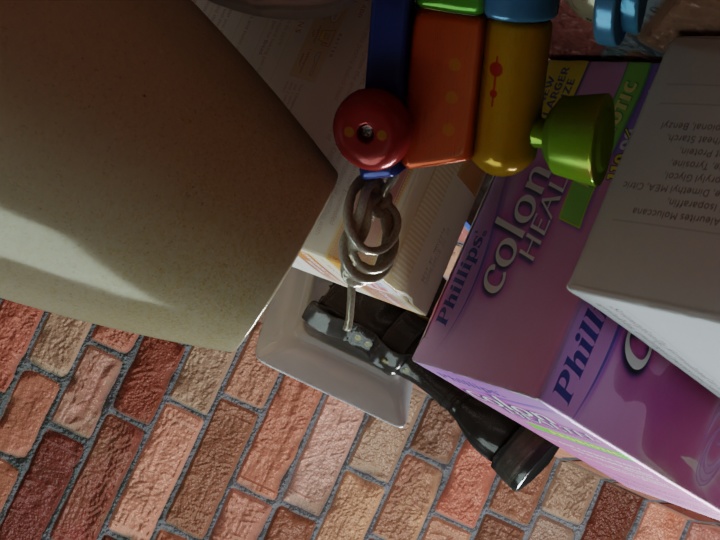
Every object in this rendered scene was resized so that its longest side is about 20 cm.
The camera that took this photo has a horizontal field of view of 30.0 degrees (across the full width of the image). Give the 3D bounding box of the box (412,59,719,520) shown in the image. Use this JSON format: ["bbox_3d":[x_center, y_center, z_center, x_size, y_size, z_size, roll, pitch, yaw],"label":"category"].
[{"bbox_3d":[0.155,0.015,0.714,0.200,0.177,0.096,32,169,-36],"label":"box"}]

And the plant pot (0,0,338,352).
[{"bbox_3d":[-0.118,-0.054,0.584,0.199,0.188,0.187,32,170,-7],"label":"plant pot"}]

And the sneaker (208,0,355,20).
[{"bbox_3d":[-0.083,-0.175,0.588,0.199,0.074,0.082,26,176,-7],"label":"sneaker"}]

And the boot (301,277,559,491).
[{"bbox_3d":[0.074,0.035,0.838,0.174,0.069,0.200,40,-148,14],"label":"boot"}]

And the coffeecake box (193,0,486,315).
[{"bbox_3d":[-0.031,-0.086,0.703,0.199,0.154,0.073,20,171,28],"label":"coffeecake box"}]

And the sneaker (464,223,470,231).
[{"bbox_3d":[0.138,-0.013,0.942,0.078,0.070,0.200,24,172,39],"label":"sneaker"}]

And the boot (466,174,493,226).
[{"bbox_3d":[0.055,-0.040,0.828,0.200,0.065,0.186,38,145,-29],"label":"boot"}]

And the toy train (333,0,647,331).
[{"bbox_3d":[0.054,-0.057,0.567,0.115,0.201,0.085,12,-158,20],"label":"toy train"}]

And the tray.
[{"bbox_3d":[0.000,0.000,0.878,0.107,0.201,0.022,26,134,-14],"label":"tray"}]

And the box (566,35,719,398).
[{"bbox_3d":[0.237,0.006,0.586,0.199,0.131,0.199,33,168,-39],"label":"box"}]
